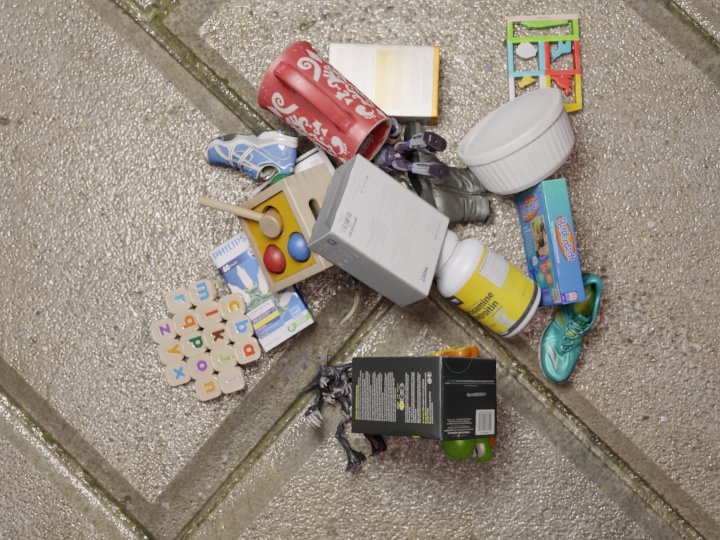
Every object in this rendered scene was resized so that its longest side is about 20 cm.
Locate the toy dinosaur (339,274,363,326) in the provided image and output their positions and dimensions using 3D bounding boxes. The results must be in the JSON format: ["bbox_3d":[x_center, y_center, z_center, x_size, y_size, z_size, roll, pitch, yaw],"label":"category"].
[{"bbox_3d":[0.000,0.000,1.555,0.047,0.088,0.203,14,89,-6],"label":"toy dinosaur"}]

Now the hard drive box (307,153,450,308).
[{"bbox_3d":[0.032,-0.061,1.468,0.199,0.076,0.158,33,58,-21],"label":"hard drive box"}]

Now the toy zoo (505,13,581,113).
[{"bbox_3d":[0.327,-0.353,1.638,0.129,0.020,0.204,-2,87,2],"label":"toy zoo"}]

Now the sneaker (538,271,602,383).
[{"bbox_3d":[0.364,0.096,1.584,0.076,0.080,0.203,20,89,0],"label":"sneaker"}]

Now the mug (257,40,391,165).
[{"bbox_3d":[-0.066,-0.260,1.502,0.199,0.177,0.134,40,122,13],"label":"mug"}]

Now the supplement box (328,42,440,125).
[{"bbox_3d":[0.040,-0.328,1.619,0.196,0.074,0.128,3,88,2],"label":"supplement box"}]

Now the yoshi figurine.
[{"bbox_3d":[0.170,0.236,1.574,0.110,0.112,0.203,-14,88,8],"label":"yoshi figurine"}]

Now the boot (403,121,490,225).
[{"bbox_3d":[0.153,-0.173,1.623,0.129,0.068,0.203,-13,86,-11],"label":"boot"}]

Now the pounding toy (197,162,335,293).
[{"bbox_3d":[-0.134,-0.078,1.520,0.141,0.183,0.202,-27,93,-43],"label":"pounding toy"}]

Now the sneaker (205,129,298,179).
[{"bbox_3d":[-0.193,-0.196,1.588,0.198,0.075,0.079,-1,92,37],"label":"sneaker"}]

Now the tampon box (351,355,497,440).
[{"bbox_3d":[0.102,0.205,1.493,0.198,0.148,0.129,-6,81,46],"label":"tampon box"}]

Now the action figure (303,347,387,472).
[{"bbox_3d":[-0.031,0.236,1.580,0.118,0.102,0.202,-28,88,12],"label":"action figure"}]

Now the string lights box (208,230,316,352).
[{"bbox_3d":[-0.171,0.031,1.615,0.102,0.059,0.202,-31,86,1],"label":"string lights box"}]

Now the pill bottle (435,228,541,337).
[{"bbox_3d":[0.200,0.017,1.557,0.199,0.112,0.113,34,88,-11],"label":"pill bottle"}]

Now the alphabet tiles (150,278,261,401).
[{"bbox_3d":[-0.272,0.122,1.610,0.193,0.015,0.203,-20,89,19],"label":"alphabet tiles"}]

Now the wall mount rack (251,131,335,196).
[{"bbox_3d":[-0.093,-0.133,1.618,0.172,0.075,0.202,-30,86,-3],"label":"wall mount rack"}]

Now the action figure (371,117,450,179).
[{"bbox_3d":[0.064,-0.194,1.558,0.069,0.199,0.133,-1,94,-38],"label":"action figure"}]

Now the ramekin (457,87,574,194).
[{"bbox_3d":[0.269,-0.213,1.550,0.201,0.203,0.095,-36,111,0],"label":"ramekin"}]

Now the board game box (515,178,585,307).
[{"bbox_3d":[0.320,-0.042,1.556,0.044,0.152,0.204,-9,87,-8],"label":"board game box"}]

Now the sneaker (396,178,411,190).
[{"bbox_3d":[0.050,-0.054,1.604,0.113,0.076,0.204,-9,89,-1],"label":"sneaker"}]
